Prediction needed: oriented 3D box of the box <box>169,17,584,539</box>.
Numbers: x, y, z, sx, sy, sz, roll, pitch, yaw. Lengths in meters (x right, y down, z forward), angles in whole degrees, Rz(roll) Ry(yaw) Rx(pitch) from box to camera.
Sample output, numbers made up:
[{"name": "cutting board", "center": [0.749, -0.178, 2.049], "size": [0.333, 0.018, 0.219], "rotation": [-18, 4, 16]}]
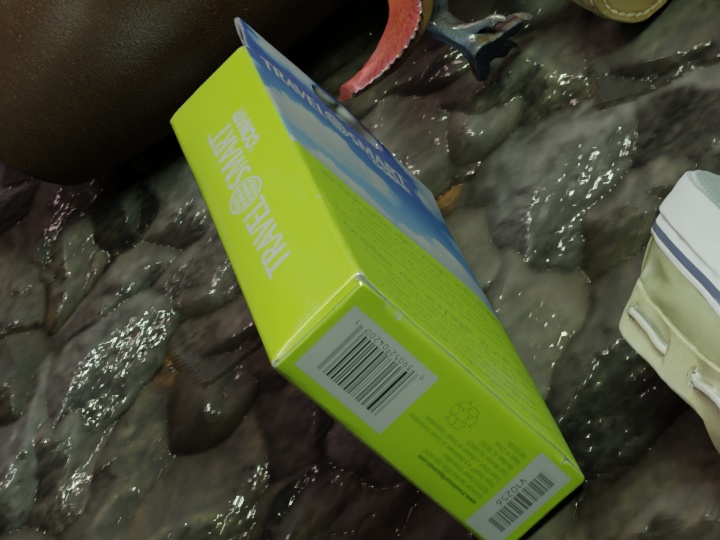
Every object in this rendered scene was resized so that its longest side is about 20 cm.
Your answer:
[{"name": "box", "center": [0.000, 0.000, 0.917], "size": [0.048, 0.122, 0.200], "rotation": [-43, 31, 10]}]

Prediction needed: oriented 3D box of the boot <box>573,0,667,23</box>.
[{"name": "boot", "center": [0.156, -0.144, 0.926], "size": [0.156, 0.072, 0.201], "rotation": [51, 125, 36]}]

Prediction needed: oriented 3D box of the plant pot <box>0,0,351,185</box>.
[{"name": "plant pot", "center": [-0.101, -0.139, 1.173], "size": [0.200, 0.186, 0.188], "rotation": [-49, 28, 26]}]

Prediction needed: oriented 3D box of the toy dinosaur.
[{"name": "toy dinosaur", "center": [0.018, -0.174, 1.054], "size": [0.199, 0.182, 0.105], "rotation": [-18, -29, -54]}]

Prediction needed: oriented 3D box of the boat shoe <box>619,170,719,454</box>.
[{"name": "boat shoe", "center": [0.135, 0.038, 0.778], "size": [0.062, 0.072, 0.200], "rotation": [-65, 23, 18]}]
